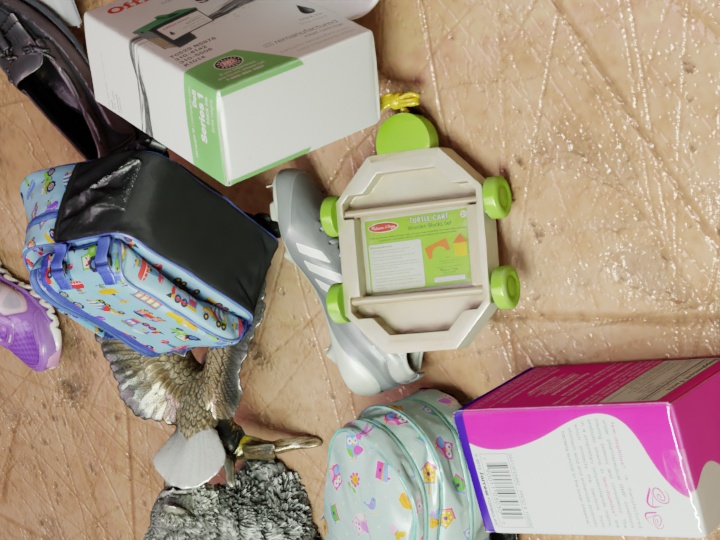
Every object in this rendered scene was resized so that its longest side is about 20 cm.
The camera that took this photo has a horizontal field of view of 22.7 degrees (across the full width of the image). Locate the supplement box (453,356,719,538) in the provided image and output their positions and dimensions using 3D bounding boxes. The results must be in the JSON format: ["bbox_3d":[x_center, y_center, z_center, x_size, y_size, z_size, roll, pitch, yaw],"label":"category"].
[{"bbox_3d":[0.183,0.129,1.308,0.200,0.103,0.102,-6,104,46],"label":"supplement box"}]

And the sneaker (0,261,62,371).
[{"bbox_3d":[-0.386,0.035,1.818,0.200,0.088,0.081,44,132,18],"label":"sneaker"}]

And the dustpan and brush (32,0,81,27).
[{"bbox_3d":[-0.331,-0.294,1.646,0.199,0.057,0.140,5,124,36],"label":"dustpan and brush"}]

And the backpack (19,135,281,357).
[{"bbox_3d":[-0.195,-0.012,1.473,0.200,0.135,0.182,-6,149,40],"label":"backpack"}]

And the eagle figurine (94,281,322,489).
[{"bbox_3d":[-0.141,0.082,1.582,0.151,0.151,0.201,21,130,60],"label":"eagle figurine"}]

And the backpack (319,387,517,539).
[{"bbox_3d":[0.044,0.200,1.457,0.167,0.126,0.201,25,122,37],"label":"backpack"}]

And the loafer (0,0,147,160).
[{"bbox_3d":[-0.279,-0.174,1.607,0.200,0.063,0.072,43,138,1],"label":"loafer"}]

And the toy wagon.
[{"bbox_3d":[0.044,-0.038,1.383,0.155,0.040,0.201,-6,88,28],"label":"toy wagon"}]

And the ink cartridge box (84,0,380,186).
[{"bbox_3d":[-0.103,-0.157,1.385,0.200,0.146,0.085,33,138,44],"label":"ink cartridge box"}]

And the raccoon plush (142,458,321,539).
[{"bbox_3d":[-0.099,0.248,1.607,0.200,0.134,0.097,35,128,27],"label":"raccoon plush"}]

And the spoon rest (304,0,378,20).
[{"bbox_3d":[-0.041,-0.284,1.361,0.099,0.061,0.201,-21,93,47],"label":"spoon rest"}]

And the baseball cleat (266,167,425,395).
[{"bbox_3d":[0.000,0.000,1.462,0.106,0.070,0.201,-19,97,31],"label":"baseball cleat"}]
